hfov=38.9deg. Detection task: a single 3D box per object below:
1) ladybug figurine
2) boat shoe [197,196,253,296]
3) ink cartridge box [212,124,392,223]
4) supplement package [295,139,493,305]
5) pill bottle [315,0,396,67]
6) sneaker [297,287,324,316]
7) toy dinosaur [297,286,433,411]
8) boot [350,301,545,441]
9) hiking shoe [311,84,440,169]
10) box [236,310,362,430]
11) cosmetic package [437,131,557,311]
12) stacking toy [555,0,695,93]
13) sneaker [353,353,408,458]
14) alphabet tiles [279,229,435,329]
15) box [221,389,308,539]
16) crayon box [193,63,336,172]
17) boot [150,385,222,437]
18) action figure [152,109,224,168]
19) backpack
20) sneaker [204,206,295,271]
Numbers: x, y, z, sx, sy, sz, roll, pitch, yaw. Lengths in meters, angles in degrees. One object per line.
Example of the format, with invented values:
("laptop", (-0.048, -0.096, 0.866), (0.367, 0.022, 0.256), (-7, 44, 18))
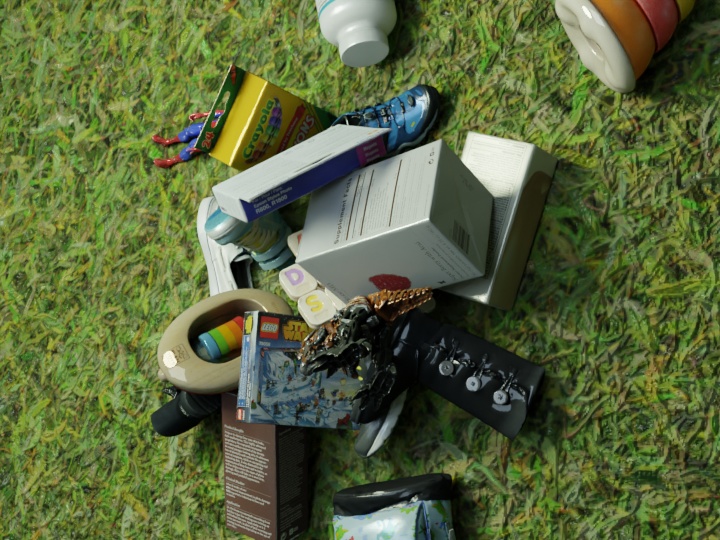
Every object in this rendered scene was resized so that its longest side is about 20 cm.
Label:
("ladybug figurine", (-0.178, 0.101, 1.353), (0.136, 0.198, 0.072), (55, 155, 27))
("boat shoe", (-0.191, -0.017, 1.508), (0.065, 0.072, 0.203), (-16, 73, 26))
("ink cartridge box", (-0.071, -0.120, 1.251), (0.195, 0.044, 0.200), (-28, 18, -14))
("supplement package", (0.041, -0.049, 1.219), (0.198, 0.121, 0.121), (-17, 48, 36))
("pill bottle", (-0.010, -0.391, 1.431), (0.110, 0.110, 0.203), (-21, 70, 29))
("sneaker", (-0.053, 0.103, 1.388), (0.075, 0.070, 0.203), (12, 88, 34))
("toy dinosaur", (-0.003, 0.072, 1.186), (0.201, 0.101, 0.137), (-57, 18, 38))
("boot", (0.104, 0.150, 1.232), (0.198, 0.066, 0.166), (26, 98, 5))
("hiking shoe", (0.019, -0.190, 1.385), (0.199, 0.086, 0.075), (-31, 65, 26))
("box", (-0.061, 0.132, 1.310), (0.040, 0.198, 0.139), (-8, 75, 54))
("cosmetic package", (0.162, -0.061, 1.270), (0.104, 0.071, 0.203), (19, 92, 37))
("stacking toy", (0.341, -0.317, 1.183), (0.199, 0.146, 0.147), (-35, 62, 6))
("sneaker", (0.024, 0.139, 1.313), (0.084, 0.074, 0.202), (21, 83, 3))
("alphabet tiles", (0.000, 0.000, 1.325), (0.198, 0.015, 0.196), (-25, 58, -19))
("box", (-0.128, 0.256, 1.372), (0.099, 0.075, 0.203), (11, 109, 35))
("crayon box", (-0.128, -0.192, 1.418), (0.051, 0.199, 0.128), (29, 98, 34))
("boot", (-0.206, 0.152, 1.468), (0.077, 0.200, 0.168), (50, 147, -5))
("action figure", (-0.245, -0.213, 1.599), (0.198, 0.052, 0.066), (-15, 69, 29))
("backpack", (0.044, 0.364, 1.240), (0.161, 0.153, 0.203), (-12, 86, 25))
("sneaker", (-0.141, -0.046, 1.413), (0.079, 0.200, 0.131), (-27, 103, 18))
